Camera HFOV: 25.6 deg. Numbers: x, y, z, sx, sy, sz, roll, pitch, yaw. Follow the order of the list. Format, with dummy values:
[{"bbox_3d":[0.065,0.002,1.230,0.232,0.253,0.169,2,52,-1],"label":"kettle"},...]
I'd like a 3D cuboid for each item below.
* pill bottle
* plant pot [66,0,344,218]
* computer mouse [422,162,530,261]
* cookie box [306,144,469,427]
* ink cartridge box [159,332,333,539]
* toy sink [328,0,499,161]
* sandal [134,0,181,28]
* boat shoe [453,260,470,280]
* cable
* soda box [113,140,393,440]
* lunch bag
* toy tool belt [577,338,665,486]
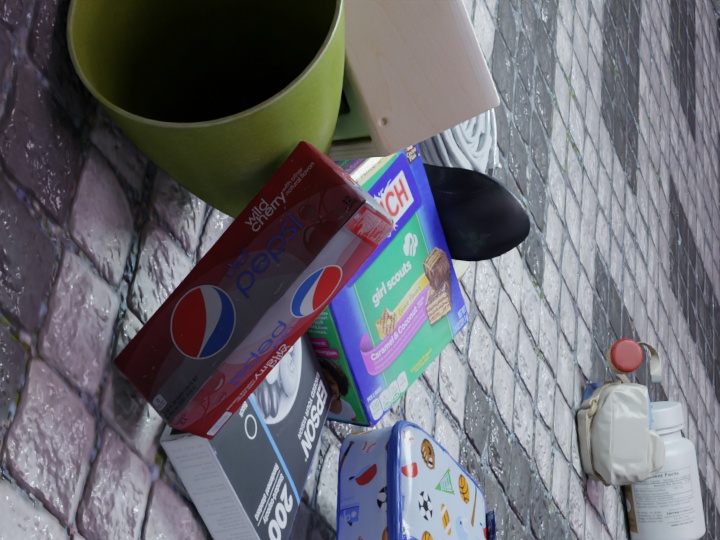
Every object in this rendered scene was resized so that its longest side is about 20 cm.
[{"bbox_3d":[0.450,0.304,2.382,0.114,0.113,0.202,-12,95,-68],"label":"pill bottle"},{"bbox_3d":[-0.088,-0.126,1.116,0.201,0.185,0.189,72,20,-60],"label":"plant pot"},{"bbox_3d":[0.059,-0.048,1.428,0.053,0.198,0.139,-51,135,-33],"label":"computer mouse"},{"bbox_3d":[0.000,0.000,1.343,0.171,0.075,0.202,-44,124,-42],"label":"cookie box"},{"bbox_3d":[-0.072,0.132,1.221,0.199,0.043,0.201,-71,148,-49],"label":"ink cartridge box"},{"bbox_3d":[0.000,-0.162,1.223,0.132,0.111,0.200,69,-18,-11],"label":"toy sink"},{"bbox_3d":[-0.112,-0.256,1.183,0.200,0.048,0.076,-43,138,-32],"label":"sandal"},{"bbox_3d":[0.050,0.009,1.541,0.066,0.071,0.201,62,31,-14],"label":"boat shoe"},{"bbox_3d":[0.085,-0.188,1.682,0.200,0.069,0.202,30,55,-63],"label":"cable"},{"bbox_3d":[-0.070,0.015,1.067,0.070,0.200,0.063,44,5,27],"label":"soda box"},{"bbox_3d":[0.052,0.228,1.322,0.200,0.075,0.162,45,35,-47],"label":"lunch bag"},{"bbox_3d":[0.355,0.200,2.209,0.123,0.123,0.203,141,-52,-79],"label":"toy tool belt"}]
